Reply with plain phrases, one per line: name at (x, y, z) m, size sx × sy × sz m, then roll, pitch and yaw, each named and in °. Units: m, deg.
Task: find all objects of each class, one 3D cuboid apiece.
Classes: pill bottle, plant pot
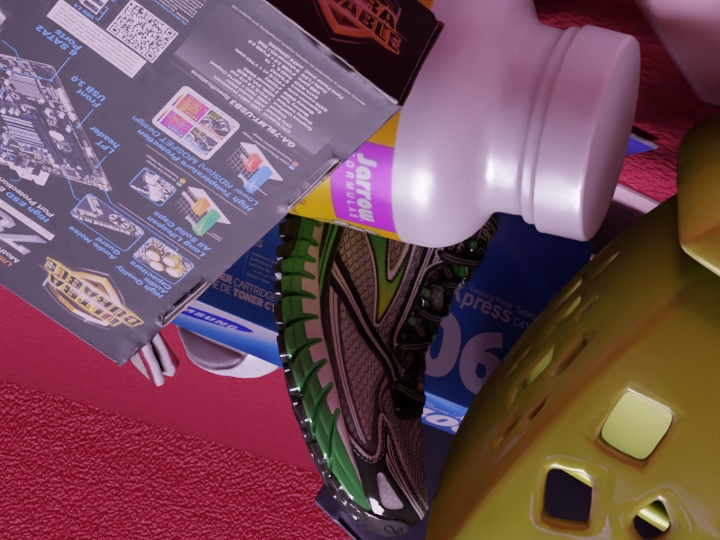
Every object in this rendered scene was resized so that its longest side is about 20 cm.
pill bottle at (-0.006, -0.069, 0.818) m, size 0.199 × 0.105 × 0.104 m, roll 14°, pitch 169°, yaw 16°
plant pot at (0.157, 0.060, 0.848) m, size 0.198 × 0.182 × 0.200 m, roll 32°, pitch -161°, yaw -1°

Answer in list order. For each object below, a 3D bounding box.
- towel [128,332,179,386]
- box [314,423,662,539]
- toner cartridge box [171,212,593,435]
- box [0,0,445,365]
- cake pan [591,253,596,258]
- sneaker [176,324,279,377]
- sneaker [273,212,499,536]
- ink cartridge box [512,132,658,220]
towel at (-0.164, -0.042, 1.111) m, size 0.200 × 0.023 × 0.144 m, roll 40°, pitch 160°, yaw 35°
box at (0.117, 0.149, 1.167) m, size 0.200 × 0.118 × 0.197 m, roll 28°, pitch -172°, yaw -45°
toner cartridge box at (0.000, 0.000, 0.970) m, size 0.199 × 0.096 × 0.043 m, roll 22°, pitch 159°, yaw -25°
box at (-0.106, -0.077, 0.745) m, size 0.200 × 0.050 × 0.198 m, roll 36°, pitch 140°, yaw -12°
cake pan at (0.069, 0.010, 1.170) m, size 0.199 × 0.037 × 0.200 m, roll 4°, pitch 178°, yaw 0°
sneaker at (-0.051, 0.002, 1.070) m, size 0.070 × 0.074 × 0.200 m, roll 6°, pitch -167°, yaw -19°
sneaker at (0.011, 0.002, 0.876) m, size 0.085 × 0.201 × 0.078 m, roll -5°, pitch 161°, yaw 7°
ink cartridge box at (-0.003, -0.065, 1.015) m, size 0.197 × 0.044 × 0.200 m, roll 22°, pitch 167°, yaw -24°
